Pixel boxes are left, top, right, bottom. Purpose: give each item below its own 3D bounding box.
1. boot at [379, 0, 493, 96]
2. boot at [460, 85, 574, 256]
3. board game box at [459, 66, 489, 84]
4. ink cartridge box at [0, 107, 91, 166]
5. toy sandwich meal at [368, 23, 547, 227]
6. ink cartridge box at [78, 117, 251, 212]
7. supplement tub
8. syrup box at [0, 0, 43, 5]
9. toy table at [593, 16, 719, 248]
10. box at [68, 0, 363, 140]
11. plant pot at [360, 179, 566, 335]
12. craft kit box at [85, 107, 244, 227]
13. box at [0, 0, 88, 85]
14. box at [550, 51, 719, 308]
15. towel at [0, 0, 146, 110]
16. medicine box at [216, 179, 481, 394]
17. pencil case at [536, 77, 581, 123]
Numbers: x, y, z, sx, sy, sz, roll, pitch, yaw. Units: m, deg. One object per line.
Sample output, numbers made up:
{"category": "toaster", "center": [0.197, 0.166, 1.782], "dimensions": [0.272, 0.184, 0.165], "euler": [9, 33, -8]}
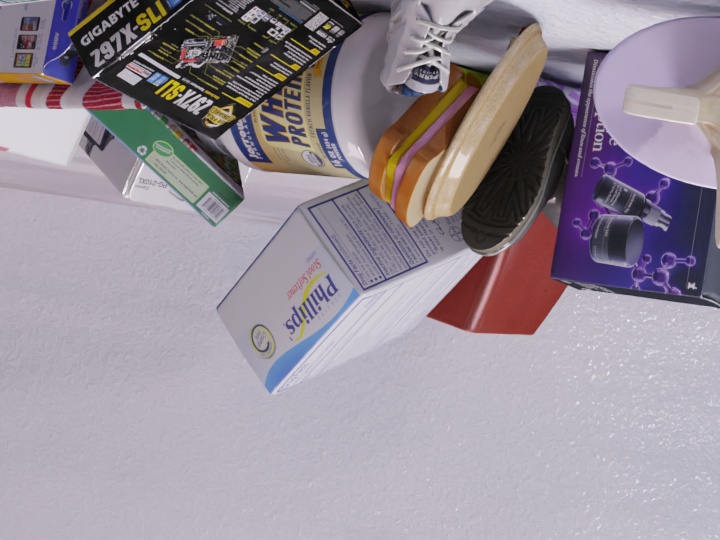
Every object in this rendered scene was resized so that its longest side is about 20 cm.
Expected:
{"category": "boot", "center": [0.061, -0.180, 1.371], "dimensions": [0.073, 0.096, 0.200], "euler": [10, 176, -8]}
{"category": "boot", "center": [0.181, -0.049, 1.656], "dimensions": [0.072, 0.182, 0.200], "euler": [20, 161, 35]}
{"category": "board game box", "center": [0.065, -0.173, 1.782], "dimensions": [0.199, 0.048, 0.101], "euler": [12, 175, -27]}
{"category": "ink cartridge box", "center": [-0.355, -0.194, 1.729], "dimensions": [0.144, 0.084, 0.200], "euler": [14, -157, -39]}
{"category": "toy sandwich meal", "center": [0.081, -0.126, 1.516], "dimensions": [0.070, 0.206, 0.205], "euler": [31, 179, 9]}
{"category": "ink cartridge box", "center": [-0.222, -0.150, 1.925], "dimensions": [0.144, 0.085, 0.200], "euler": [9, -153, -44]}
{"category": "supplement tub", "center": [-0.042, -0.156, 1.612], "dimensions": [0.199, 0.145, 0.144], "euler": [6, 174, 38]}
{"category": "syrup box", "center": [-0.255, -0.246, 1.349], "dimensions": [0.078, 0.082, 0.199], "euler": [15, 172, -39]}
{"category": "toy table", "center": [0.274, -0.114, 1.328], "dimensions": [0.199, 0.185, 0.117], "euler": [-2, -169, 3]}
{"category": "box", "center": [-0.105, -0.184, 1.393], "dimensions": [0.159, 0.049, 0.200], "euler": [-35, 159, 14]}
{"category": "plant pot", "center": [0.111, -0.039, 1.824], "dimensions": [0.199, 0.177, 0.199], "euler": [21, -171, 33]}
{"category": "craft kit box", "center": [-0.194, -0.148, 1.689], "dimensions": [0.200, 0.049, 0.198], "euler": [43, -172, -20]}
{"category": "box", "center": [-0.293, -0.219, 1.542], "dimensions": [0.199, 0.120, 0.041], "euler": [7, 175, 38]}
{"category": "box", "center": [0.253, -0.078, 1.564], "dimensions": [0.140, 0.201, 0.079], "euler": [7, 175, 26]}
{"category": "towel", "center": [-0.219, -0.197, 1.536], "dimensions": [0.199, 0.145, 0.023], "euler": [6, 153, 43]}
{"category": "medicine box", "center": [0.000, 0.000, 1.661], "dimensions": [0.199, 0.103, 0.182], "euler": [-22, 162, -41]}
{"category": "pencil case", "center": [0.219, -0.136, 1.738], "dimensions": [0.199, 0.084, 0.085], "euler": [10, 155, -23]}
